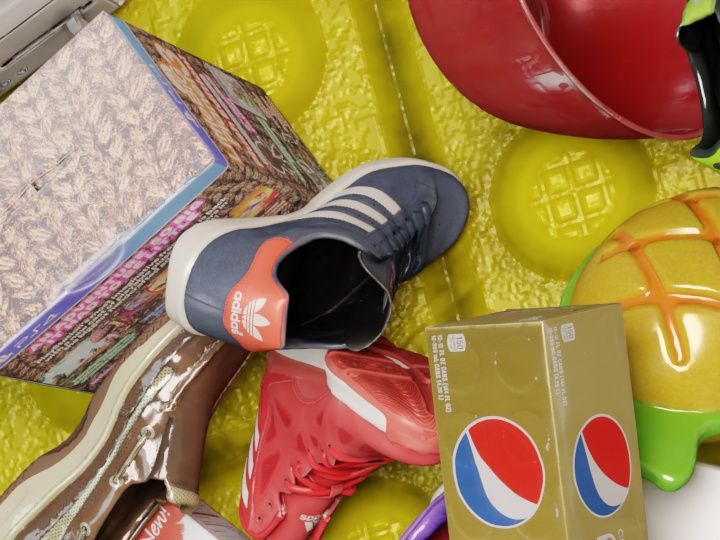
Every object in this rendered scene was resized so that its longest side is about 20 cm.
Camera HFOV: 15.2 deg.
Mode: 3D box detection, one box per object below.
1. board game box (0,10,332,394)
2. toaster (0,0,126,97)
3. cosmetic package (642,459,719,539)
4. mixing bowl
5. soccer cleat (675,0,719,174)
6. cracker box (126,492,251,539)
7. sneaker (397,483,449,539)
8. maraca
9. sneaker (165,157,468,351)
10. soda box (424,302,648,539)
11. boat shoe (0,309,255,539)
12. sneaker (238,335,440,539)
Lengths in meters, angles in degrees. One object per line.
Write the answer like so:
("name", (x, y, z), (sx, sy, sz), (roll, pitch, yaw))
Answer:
("board game box", (-0.119, -0.025, 1.365), (0.159, 0.200, 0.097), (-40, 71, 11))
("toaster", (-0.211, -0.196, 1.472), (0.129, 0.114, 0.200), (-28, 72, 11))
("cosmetic package", (0.149, 0.114, 1.310), (0.199, 0.083, 0.051), (13, 87, 22))
("mixing bowl", (0.094, -0.146, 1.325), (0.108, 0.200, 0.201), (-19, 76, 43))
("soccer cleat", (0.190, -0.136, 1.296), (0.067, 0.081, 0.201), (-19, 64, 46))
("cracker box", (-0.059, 0.226, 1.386), (0.200, 0.058, 0.134), (36, 95, 21))
("sneaker", (0.014, 0.168, 1.283), (0.081, 0.083, 0.200), (39, 111, 18))
("maraca", (0.153, 0.033, 1.282), (0.137, 0.107, 0.200), (30, 54, 33))
("sneaker", (0.000, 0.000, 1.324), (0.084, 0.200, 0.075), (22, 121, 38))
("soda box", (0.084, 0.118, 1.195), (0.068, 0.064, 0.201), (-4, 95, 39))
("boat shoe", (-0.104, 0.094, 1.366), (0.075, 0.075, 0.202), (43, 94, 22))
("sneaker", (-0.003, 0.095, 1.339), (0.078, 0.200, 0.116), (10, 99, -18))
